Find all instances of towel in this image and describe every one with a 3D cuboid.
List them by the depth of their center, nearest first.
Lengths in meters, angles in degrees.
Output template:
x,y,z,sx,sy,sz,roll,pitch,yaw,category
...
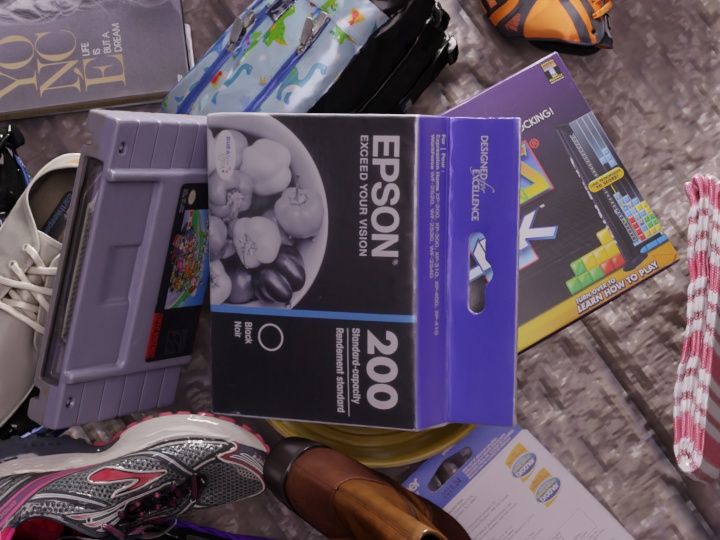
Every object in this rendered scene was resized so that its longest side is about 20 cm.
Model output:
x,y,z,sx,sy,sz,roll,pitch,yaw,category
0.237,0.046,1.090,0.030,0.146,0.201,4,81,20,towel

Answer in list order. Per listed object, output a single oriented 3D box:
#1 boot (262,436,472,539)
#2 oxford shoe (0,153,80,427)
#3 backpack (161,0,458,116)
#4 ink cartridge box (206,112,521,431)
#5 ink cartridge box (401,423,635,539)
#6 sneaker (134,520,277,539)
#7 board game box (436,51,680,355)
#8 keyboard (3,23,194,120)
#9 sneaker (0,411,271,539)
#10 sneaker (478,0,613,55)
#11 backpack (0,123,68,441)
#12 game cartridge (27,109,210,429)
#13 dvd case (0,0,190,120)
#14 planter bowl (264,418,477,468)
x,y,z,sx,sy,sz,roll,pitch,yaw,category
0.052,0.176,0.977,0.188,0.200,0.069,45,76,-29,boot
-0.212,0.011,0.996,0.075,0.058,0.200,31,74,-17,oxford shoe
-0.042,-0.122,1.116,0.154,0.163,0.200,29,89,13,backpack
0.000,0.000,0.998,0.199,0.043,0.199,2,97,19,ink cartridge box
0.120,0.200,1.114,0.119,0.042,0.200,-44,86,-6,ink cartridge box
-0.112,0.208,1.079,0.200,0.100,0.070,14,83,2,sneaker
0.086,-0.026,1.062,0.200,0.057,0.166,-30,86,-10,board game box
-0.223,-0.145,1.181,0.199,0.011,0.056,-7,81,-1,keyboard
-0.151,0.148,1.018,0.199,0.081,0.075,-9,44,-10,sneaker
0.185,-0.222,1.171,0.200,0.078,0.112,-20,86,7,sneaker
-0.273,0.035,1.081,0.183,0.147,0.200,-26,83,-11,backpack
-0.143,-0.002,1.018,0.038,0.130,0.201,21,103,32,game cartridge
-0.232,-0.188,1.176,0.199,0.016,0.149,-8,75,-2,dvd case
0.005,0.041,1.113,0.200,0.083,0.201,1,79,-6,planter bowl
